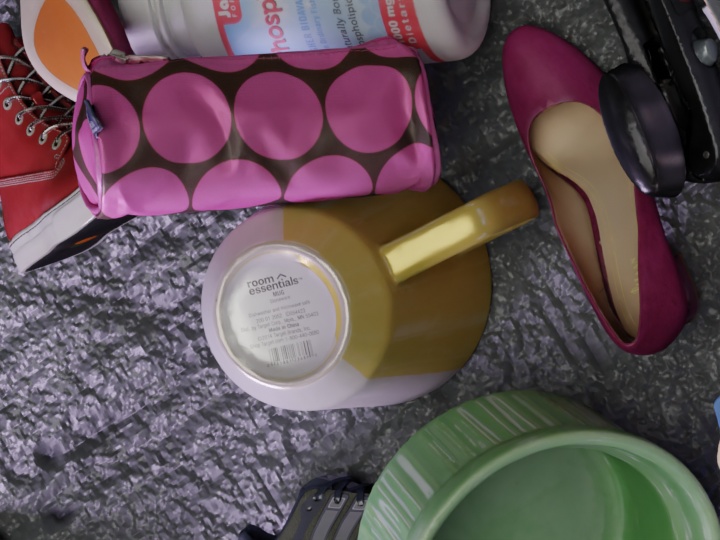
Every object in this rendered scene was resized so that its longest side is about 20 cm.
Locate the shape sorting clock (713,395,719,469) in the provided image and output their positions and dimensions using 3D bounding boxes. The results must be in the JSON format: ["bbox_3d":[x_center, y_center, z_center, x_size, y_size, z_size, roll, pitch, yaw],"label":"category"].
[{"bbox_3d":[0.262,0.039,1.522,0.200,0.200,0.039,-47,67,20],"label":"shape sorting clock"}]

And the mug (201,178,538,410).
[{"bbox_3d":[-0.009,0.000,1.688,0.149,0.153,0.187,34,107,13],"label":"mug"}]

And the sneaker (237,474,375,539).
[{"bbox_3d":[0.006,0.151,1.750,0.200,0.074,0.081,-30,83,20],"label":"sneaker"}]

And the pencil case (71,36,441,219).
[{"bbox_3d":[-0.058,-0.081,1.620,0.199,0.091,0.094,-4,87,-12],"label":"pencil case"}]

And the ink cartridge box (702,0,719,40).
[{"bbox_3d":[0.227,-0.076,1.563,0.047,0.200,0.160,-28,87,24],"label":"ink cartridge box"}]

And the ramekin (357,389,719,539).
[{"bbox_3d":[0.094,0.165,1.657,0.199,0.098,0.201,-7,112,-19],"label":"ramekin"}]

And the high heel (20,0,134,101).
[{"bbox_3d":[-0.165,-0.167,1.728,0.200,0.096,0.067,46,126,28],"label":"high heel"}]

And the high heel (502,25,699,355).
[{"bbox_3d":[0.128,-0.048,1.659,0.067,0.096,0.200,-34,85,23],"label":"high heel"}]

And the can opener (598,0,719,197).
[{"bbox_3d":[0.163,-0.140,1.654,0.063,0.079,0.201,-18,82,30],"label":"can opener"}]

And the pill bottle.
[{"bbox_3d":[-0.033,-0.166,1.696,0.199,0.109,0.109,-4,96,21],"label":"pill bottle"}]

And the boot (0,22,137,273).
[{"bbox_3d":[-0.179,-0.088,1.742,0.200,0.072,0.145,-24,86,60],"label":"boot"}]
